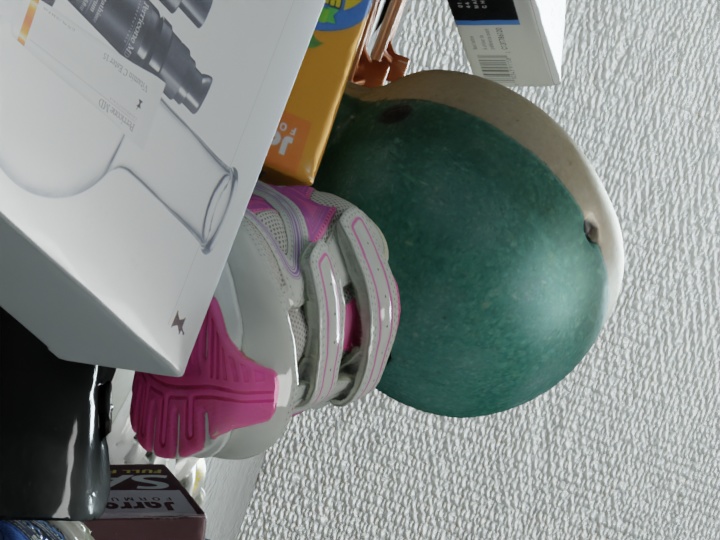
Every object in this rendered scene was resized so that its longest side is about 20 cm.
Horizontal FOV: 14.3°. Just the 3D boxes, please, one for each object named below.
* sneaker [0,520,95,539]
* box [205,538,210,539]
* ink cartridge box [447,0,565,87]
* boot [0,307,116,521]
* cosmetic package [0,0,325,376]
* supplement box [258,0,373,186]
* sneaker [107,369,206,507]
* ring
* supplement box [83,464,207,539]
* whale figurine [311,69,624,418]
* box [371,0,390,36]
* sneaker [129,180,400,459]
[{"bbox_3d":[-0.147,0.174,0.983,0.085,0.077,0.201,51,50,-75],"label":"sneaker"},{"bbox_3d":[-0.155,0.209,1.279,0.200,0.104,0.183,-57,167,-80],"label":"box"},{"bbox_3d":[0.062,-0.182,1.120,0.100,0.039,0.201,63,31,-60],"label":"ink cartridge box"},{"bbox_3d":[-0.102,-0.017,0.924,0.165,0.065,0.201,43,57,-88],"label":"boot"},{"bbox_3d":[-0.070,-0.092,0.808,0.151,0.052,0.200,48,56,-53],"label":"cosmetic package"},{"bbox_3d":[-0.024,-0.131,1.025,0.069,0.066,0.201,4,-105,64],"label":"supplement box"},{"bbox_3d":[-0.100,0.063,1.197,0.200,0.081,0.077,100,12,-68],"label":"sneaker"},{"bbox_3d":[0.020,-0.123,1.183,0.200,0.019,0.201,19,90,-89],"label":"ring"},{"bbox_3d":[-0.128,0.179,1.123,0.061,0.109,0.201,-139,-126,-62],"label":"supplement box"},{"bbox_3d":[0.000,0.000,1.088,0.104,0.200,0.159,-54,128,-40],"label":"whale figurine"},{"bbox_3d":[-0.026,-0.178,1.194,0.200,0.106,0.153,-61,170,-76],"label":"box"},{"bbox_3d":[-0.028,0.009,0.940,0.200,0.088,0.082,-103,-159,-73],"label":"sneaker"}]
